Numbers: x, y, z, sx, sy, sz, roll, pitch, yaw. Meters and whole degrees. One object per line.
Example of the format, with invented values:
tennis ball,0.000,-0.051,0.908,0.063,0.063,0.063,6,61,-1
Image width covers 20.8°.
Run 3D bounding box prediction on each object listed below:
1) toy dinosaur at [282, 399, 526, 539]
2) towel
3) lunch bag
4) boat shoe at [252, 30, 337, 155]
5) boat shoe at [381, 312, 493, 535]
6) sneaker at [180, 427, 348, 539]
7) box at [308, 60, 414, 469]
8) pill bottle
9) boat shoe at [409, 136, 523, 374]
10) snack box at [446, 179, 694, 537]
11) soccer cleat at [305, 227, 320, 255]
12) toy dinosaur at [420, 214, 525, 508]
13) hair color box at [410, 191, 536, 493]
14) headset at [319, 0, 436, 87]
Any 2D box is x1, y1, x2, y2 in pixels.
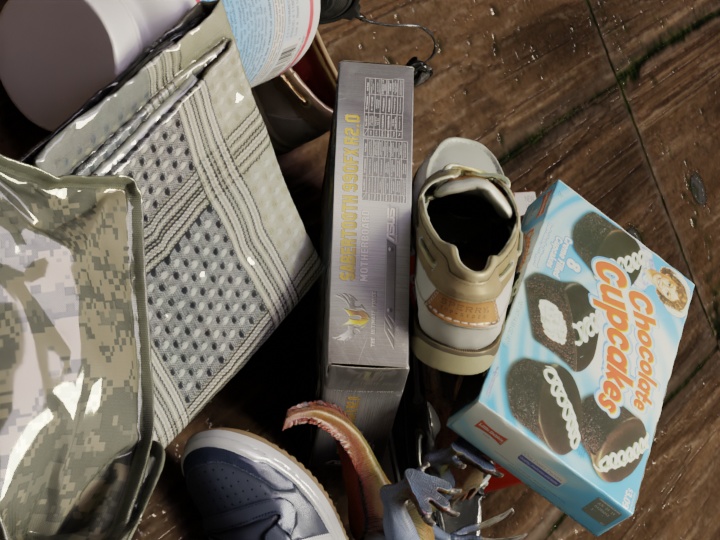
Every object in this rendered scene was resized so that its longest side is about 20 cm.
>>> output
toy dinosaur,0.029,0.163,1.184,0.199,0.182,0.105,34,46,4
towel,-0.102,-0.014,1.044,0.193,0.034,0.201,-46,133,-30
lunch bag,-0.177,0.066,0.876,0.117,0.163,0.202,9,70,-47
boat shoe,-0.063,-0.175,1.239,0.074,0.069,0.201,-42,111,-54
boat shoe,0.053,0.125,1.277,0.072,0.067,0.202,-2,78,-56
sneaker,-0.048,0.189,1.100,0.201,0.070,0.109,58,34,-27
box,0.000,0.000,1.191,0.159,0.048,0.201,100,-7,-64
pill bottle,-0.114,-0.141,1.113,0.200,0.108,0.109,-32,103,-56
boat shoe,0.065,-0.026,1.152,0.201,0.074,0.069,-90,-170,-54
snack box,0.131,0.049,1.183,0.116,0.037,0.201,36,45,-12
soccer cleat,-0.084,-0.033,1.133,0.199,0.067,0.082,4,103,-54
toy dinosaur,0.069,0.034,1.229,0.135,0.086,0.201,-11,72,-41
hair color box,0.096,0.049,1.380,0.111,0.064,0.202,-6,79,-55
headset,-0.023,-0.202,1.330,0.200,0.094,0.124,51,41,-5
